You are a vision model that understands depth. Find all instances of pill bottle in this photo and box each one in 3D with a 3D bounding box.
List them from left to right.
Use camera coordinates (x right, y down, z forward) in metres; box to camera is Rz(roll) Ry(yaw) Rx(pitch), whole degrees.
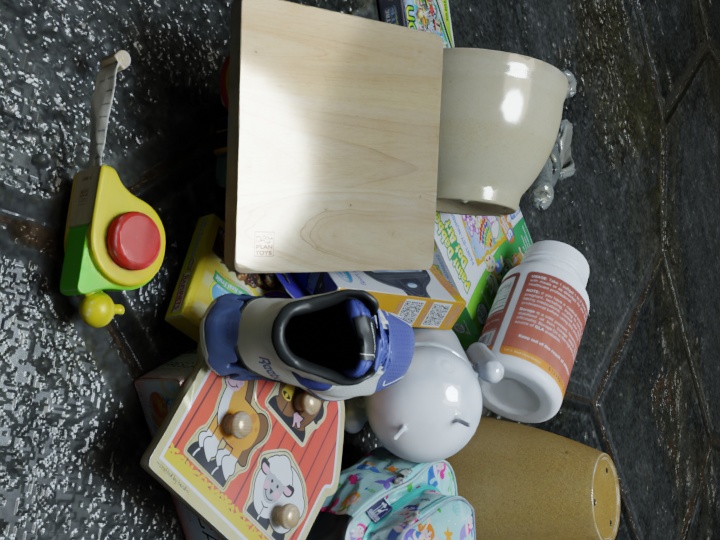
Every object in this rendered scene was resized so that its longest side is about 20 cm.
[{"bbox_3d":[0.205,0.066,0.926,0.113,0.111,0.202,54,48,-32],"label":"pill bottle"}]

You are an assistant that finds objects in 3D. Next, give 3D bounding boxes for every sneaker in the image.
[{"bbox_3d":[-0.012,0.061,0.603,0.197,0.114,0.082,12,79,-45],"label":"sneaker"}]

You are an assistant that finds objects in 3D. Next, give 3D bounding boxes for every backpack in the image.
[{"bbox_3d":[0.030,0.270,0.756,0.199,0.148,0.182,-23,111,-57],"label":"backpack"}]

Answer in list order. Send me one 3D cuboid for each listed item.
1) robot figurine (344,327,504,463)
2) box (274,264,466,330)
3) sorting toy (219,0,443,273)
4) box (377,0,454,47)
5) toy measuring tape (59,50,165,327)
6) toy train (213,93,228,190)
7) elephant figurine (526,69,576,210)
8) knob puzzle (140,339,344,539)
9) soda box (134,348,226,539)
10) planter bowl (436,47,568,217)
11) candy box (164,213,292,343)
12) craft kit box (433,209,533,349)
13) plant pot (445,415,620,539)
[{"bbox_3d":[0.058,0.114,0.786,0.200,0.167,0.115,-99,167,-74],"label":"robot figurine"},{"bbox_3d":[0.000,0.000,0.756,0.198,0.119,0.042,10,121,-44],"label":"box"},{"bbox_3d":[-0.030,-0.103,0.658,0.197,0.069,0.204,-1,96,-37],"label":"sorting toy"},{"bbox_3d":[0.071,-0.282,0.951,0.109,0.034,0.205,-14,97,-51],"label":"box"},{"bbox_3d":[-0.176,-0.057,0.591,0.073,0.073,0.205,18,72,-48],"label":"toy measuring tape"},{"bbox_3d":[-0.052,-0.113,0.742,0.198,0.084,0.117,13,80,-47],"label":"toy train"},{"bbox_3d":[0.229,-0.161,1.063,0.153,0.141,0.205,0,78,-36],"label":"elephant figurine"},{"bbox_3d":[-0.064,0.121,0.642,0.218,0.030,0.225,11,76,-51],"label":"knob puzzle"},{"bbox_3d":[-0.114,0.169,0.647,0.068,0.063,0.204,-29,109,-48],"label":"soda box"},{"bbox_3d":[0.109,-0.130,0.817,0.198,0.197,0.138,9,87,-50],"label":"planter bowl"},{"bbox_3d":[-0.086,0.048,0.716,0.200,0.026,0.104,43,49,-40],"label":"candy box"},{"bbox_3d":[0.139,-0.044,0.976,0.198,0.048,0.202,-51,124,-38],"label":"craft kit box"},{"bbox_3d":[0.181,0.254,0.888,0.185,0.197,0.191,13,74,-53],"label":"plant pot"}]
